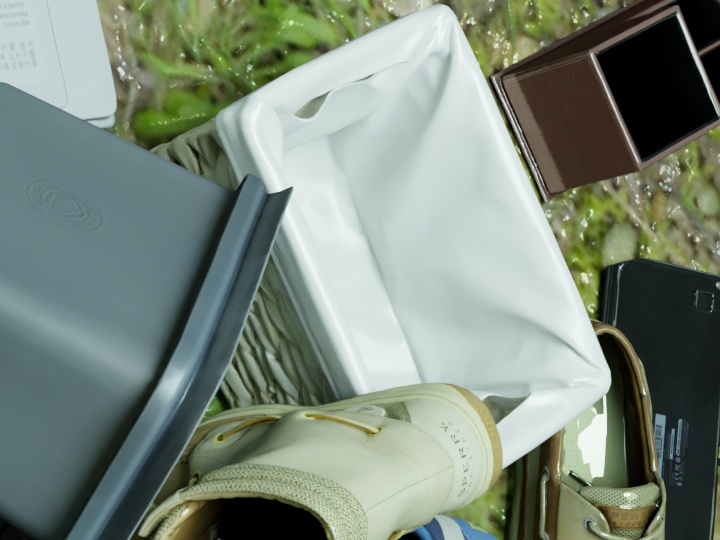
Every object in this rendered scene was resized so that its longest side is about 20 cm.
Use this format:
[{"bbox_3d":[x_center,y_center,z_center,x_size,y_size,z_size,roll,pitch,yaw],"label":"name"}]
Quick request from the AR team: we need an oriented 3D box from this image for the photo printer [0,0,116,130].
[{"bbox_3d":[-0.199,-0.145,1.126,0.166,0.069,0.201,-12,88,-34],"label":"photo printer"}]

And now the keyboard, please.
[{"bbox_3d":[0.171,0.098,1.373,0.127,0.021,0.201,13,76,-26],"label":"keyboard"}]

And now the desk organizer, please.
[{"bbox_3d":[0.172,-0.111,1.373,0.200,0.077,0.072,-29,99,-34],"label":"desk organizer"}]

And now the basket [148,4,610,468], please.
[{"bbox_3d":[0.000,0.000,1.207,0.135,0.123,0.201,-29,100,-35],"label":"basket"}]

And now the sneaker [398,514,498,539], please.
[{"bbox_3d":[0.024,0.196,1.210,0.082,0.074,0.201,33,44,-22],"label":"sneaker"}]

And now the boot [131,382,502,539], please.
[{"bbox_3d":[-0.057,0.107,1.082,0.155,0.199,0.073,-27,101,-59],"label":"boot"}]

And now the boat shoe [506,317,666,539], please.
[{"bbox_3d":[0.113,0.120,1.288,0.075,0.074,0.201,-5,83,-20],"label":"boat shoe"}]

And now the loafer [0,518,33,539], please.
[{"bbox_3d":[-0.136,0.188,1.093,0.072,0.063,0.201,20,85,-52],"label":"loafer"}]

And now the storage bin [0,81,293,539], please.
[{"bbox_3d":[-0.127,0.021,1.042,0.134,0.146,0.200,30,27,-5],"label":"storage bin"}]
